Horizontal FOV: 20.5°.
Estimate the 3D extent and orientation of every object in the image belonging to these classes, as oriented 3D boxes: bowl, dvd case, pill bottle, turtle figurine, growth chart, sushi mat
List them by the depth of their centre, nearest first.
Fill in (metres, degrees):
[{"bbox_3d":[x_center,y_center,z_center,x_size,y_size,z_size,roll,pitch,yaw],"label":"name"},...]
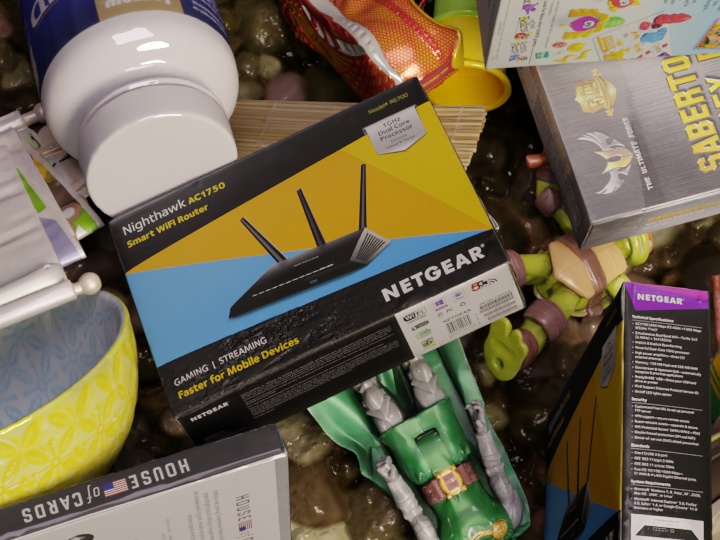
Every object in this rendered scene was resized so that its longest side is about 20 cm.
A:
[{"bbox_3d":[-0.135,0.153,1.081,0.199,0.151,0.025,-17,61,-11],"label":"dvd case"},{"bbox_3d":[-0.206,0.103,1.111,0.199,0.200,0.108,-23,112,-13],"label":"bowl"},{"bbox_3d":[-0.223,-0.028,1.187,0.144,0.018,0.200,-19,42,-7],"label":"growth chart"},{"bbox_3d":[-0.138,-0.129,1.196,0.119,0.120,0.201,-13,50,-9],"label":"pill bottle"},{"bbox_3d":[0.122,-0.006,1.210,0.161,0.064,0.201,-23,79,-33],"label":"turtle figurine"},{"bbox_3d":[-0.025,-0.072,1.211,0.199,0.012,0.096,4,40,20],"label":"sushi mat"}]

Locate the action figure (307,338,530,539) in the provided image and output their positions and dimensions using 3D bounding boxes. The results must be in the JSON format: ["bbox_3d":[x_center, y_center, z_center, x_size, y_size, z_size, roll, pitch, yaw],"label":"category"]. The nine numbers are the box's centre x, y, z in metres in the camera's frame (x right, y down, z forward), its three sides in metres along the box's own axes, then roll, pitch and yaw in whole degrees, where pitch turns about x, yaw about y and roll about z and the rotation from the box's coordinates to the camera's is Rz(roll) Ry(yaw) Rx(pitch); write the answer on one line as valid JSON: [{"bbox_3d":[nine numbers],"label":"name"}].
[{"bbox_3d":[0.040,0.101,1.149,0.118,0.055,0.201,-30,91,-3],"label":"action figure"}]

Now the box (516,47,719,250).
[{"bbox_3d":[0.177,-0.128,1.196,0.157,0.048,0.201,-14,71,-9],"label":"box"}]

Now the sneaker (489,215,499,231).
[{"bbox_3d":[0.000,0.000,1.197,0.200,0.075,0.082,-40,73,-18],"label":"sneaker"}]

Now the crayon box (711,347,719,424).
[{"bbox_3d":[0.290,0.102,1.138,0.051,0.127,0.200,-35,71,-27],"label":"crayon box"}]

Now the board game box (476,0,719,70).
[{"bbox_3d":[0.168,-0.190,1.137,0.199,0.105,0.104,-4,70,-5],"label":"board game box"}]

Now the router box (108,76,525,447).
[{"bbox_3d":[-0.028,-0.004,1.113,0.199,0.051,0.150,-25,53,1],"label":"router box"}]

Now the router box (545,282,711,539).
[{"bbox_3d":[0.141,0.116,1.079,0.051,0.200,0.150,7,65,-4],"label":"router box"}]

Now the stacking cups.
[{"bbox_3d":[0.072,-0.205,1.300,0.060,0.061,0.201,4,65,-1],"label":"stacking cups"}]

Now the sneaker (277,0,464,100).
[{"bbox_3d":[-0.003,-0.173,1.265,0.077,0.073,0.200,-27,54,-17],"label":"sneaker"}]

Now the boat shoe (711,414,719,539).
[{"bbox_3d":[0.222,0.096,1.106,0.072,0.200,0.060,-11,63,-31],"label":"boat shoe"}]
